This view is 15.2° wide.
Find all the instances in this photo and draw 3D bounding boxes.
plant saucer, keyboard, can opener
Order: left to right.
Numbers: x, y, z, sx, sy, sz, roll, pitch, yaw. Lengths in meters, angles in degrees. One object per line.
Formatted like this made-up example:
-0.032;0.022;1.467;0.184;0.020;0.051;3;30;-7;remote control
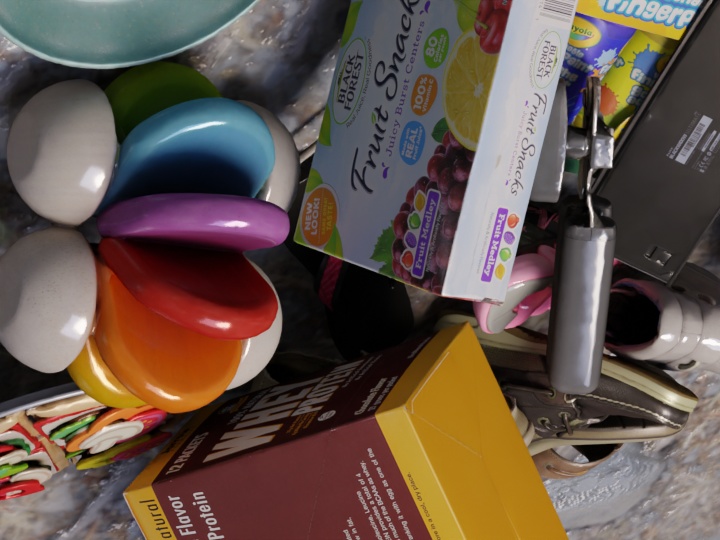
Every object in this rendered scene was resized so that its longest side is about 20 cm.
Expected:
-0.121;-0.198;1.444;0.200;0.036;0.200;-16;138;-15;plant saucer
0.118;-0.023;1.610;0.067;0.053;0.201;3;116;-1;can opener
0.225;-0.073;1.642;0.127;0.021;0.200;25;122;-8;keyboard

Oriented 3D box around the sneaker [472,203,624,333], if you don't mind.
0.110;-0.019;1.735;0.079;0.095;0.200;-48;162;20;sneaker

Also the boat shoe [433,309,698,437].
0.127;0.078;1.752;0.073;0.200;0.065;23;85;-50;boat shoe

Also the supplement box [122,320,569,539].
0.000;0.167;1.654;0.200;0.133;0.198;-19;104;26;supplement box

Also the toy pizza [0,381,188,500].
-0.189;0.108;1.651;0.200;0.032;0.200;-17;167;-4;toy pizza

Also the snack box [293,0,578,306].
0.043;-0.095;1.507;0.053;0.142;0.201;10;96;-38;snack box

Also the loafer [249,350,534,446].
0.013;0.091;1.733;0.199;0.076;0.068;2;120;20;loafer

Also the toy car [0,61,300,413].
-0.104;-0.017;1.521;0.175;0.150;0.201;7;91;-34;toy car

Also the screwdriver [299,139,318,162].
-0.066;-0.040;1.640;0.200;0.028;0.029;-33;111;10;screwdriver

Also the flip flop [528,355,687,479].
0.128;0.112;1.817;0.200;0.081;0.058;-16;122;19;flip flop

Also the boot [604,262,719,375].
0.189;0.025;1.766;0.095;0.200;0.074;12;90;-21;boot

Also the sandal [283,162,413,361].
0.000;0.000;1.710;0.075;0.045;0.200;-26;140;-4;sandal

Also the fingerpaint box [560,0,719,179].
0.127;-0.146;1.614;0.200;0.073;0.167;11;126;-38;fingerpaint box
